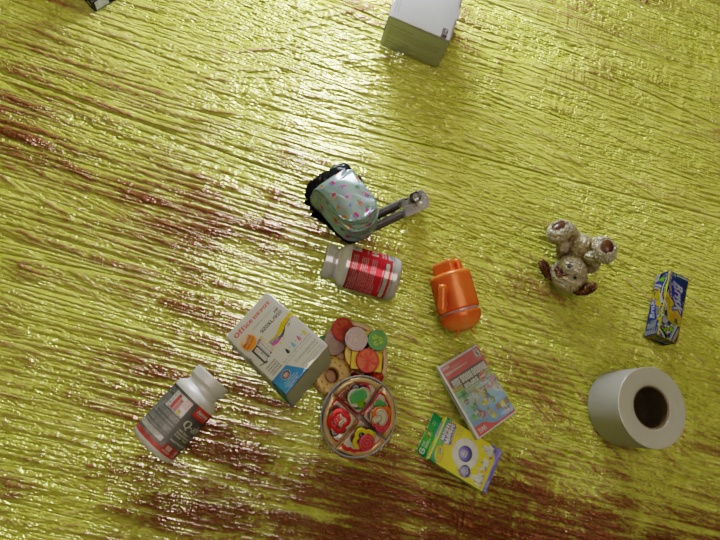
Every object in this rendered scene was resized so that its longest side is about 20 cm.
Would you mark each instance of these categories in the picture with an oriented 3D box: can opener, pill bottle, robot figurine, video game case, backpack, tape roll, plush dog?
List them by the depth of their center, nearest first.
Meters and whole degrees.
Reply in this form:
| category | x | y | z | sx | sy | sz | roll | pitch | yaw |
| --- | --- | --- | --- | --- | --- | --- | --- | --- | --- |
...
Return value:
| category | x | y | z | sx | sy | sz | roll | pitch | yaw |
| --- | --- | --- | --- | --- | --- | --- | --- | --- | --- |
| pill bottle | -0.406 | 0.322 | 1.266 | 0.115 | 0.116 | 0.201 | 41 | 73 | 1 |
| pill bottle | 0.000 | 0.000 | 1.430 | 0.195 | 0.112 | 0.115 | 16 | 73 | -7 |
| video game case | 0.300 | 0.312 | 1.440 | 0.141 | 0.017 | 0.203 | -23 | 76 | -27 |
| backpack | -0.040 | -0.172 | 1.446 | 0.165 | 0.127 | 0.201 | -34 | 70 | -11 |
| robot figurine | 0.250 | 0.073 | 1.461 | 0.114 | 0.144 | 0.205 | -15 | 79 | 3 |
| tape roll | 0.730 | 0.365 | 1.473 | 0.197 | 0.139 | 0.208 | 3 | 75 | -11 |
| can opener | 0.099 | -0.159 | 1.528 | 0.197 | 0.067 | 0.054 | -25 | 82 | -3 |
| plush dog | 0.599 | -0.020 | 1.562 | 0.198 | 0.160 | 0.174 | 28 | 86 | 26 |

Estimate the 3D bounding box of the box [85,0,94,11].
| category | x | y | z | sx | sy | sz | roll | pitch | yaw |
| --- | --- | --- | --- | --- | --- | --- | --- | --- | --- |
| box | -0.705 | -0.833 | 1.529 | 0.200 | 0.049 | 0.162 | -43 | 89 | -18 |

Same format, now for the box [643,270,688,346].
| category | x | y | z | sx | sy | sz | roll | pitch | yaw |
| --- | --- | --- | --- | --- | --- | --- | --- | --- | --- |
| box | 0.887 | 0.109 | 1.608 | 0.069 | 0.064 | 0.204 | 22 | 74 | -5 |

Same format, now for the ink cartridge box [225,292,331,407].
| category | x | y | z | sx | sy | sz | roll | pitch | yaw |
| --- | --- | --- | --- | --- | --- | --- | --- | --- | --- |
| ink cartridge box | -0.189 | 0.186 | 1.306 | 0.199 | 0.145 | 0.147 | 38 | 72 | 16 |

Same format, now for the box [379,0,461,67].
| category | x | y | z | sx | sy | sz | roll | pitch | yaw |
| --- | --- | --- | --- | --- | --- | --- | --- | --- | --- |
| box | 0.183 | -0.754 | 1.645 | 0.196 | 0.131 | 0.203 | 19 | 73 | -6 |

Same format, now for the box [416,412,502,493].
| category | x | y | z | sx | sy | sz | roll | pitch | yaw |
| --- | --- | --- | --- | --- | --- | --- | --- | --- | --- |
| box | 0.248 | 0.458 | 1.401 | 0.197 | 0.048 | 0.119 | 30 | 71 | -1 |

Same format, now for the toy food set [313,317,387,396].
| category | x | y | z | sx | sy | sz | roll | pitch | yaw |
| --- | --- | --- | --- | --- | --- | --- | --- | --- | --- |
| toy food set | -0.024 | 0.223 | 1.403 | 0.195 | 0.049 | 0.203 | 8 | 75 | -9 |

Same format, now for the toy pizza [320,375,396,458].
| category | x | y | z | sx | sy | sz | roll | pitch | yaw |
| --- | --- | --- | --- | --- | --- | --- | --- | --- | --- |
| toy pizza | -0.002 | 0.360 | 1.356 | 0.195 | 0.032 | 0.206 | 0 | 91 | -16 |
